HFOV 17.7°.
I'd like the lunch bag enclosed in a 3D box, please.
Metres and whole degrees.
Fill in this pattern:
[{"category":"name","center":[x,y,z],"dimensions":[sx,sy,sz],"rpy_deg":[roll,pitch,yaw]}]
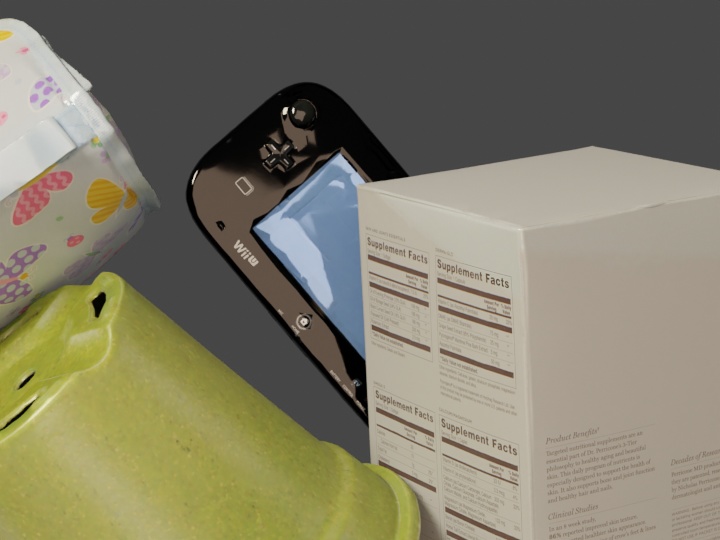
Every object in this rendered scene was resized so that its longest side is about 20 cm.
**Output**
[{"category":"lunch bag","center":[-0.193,-0.031,1.133],"dimensions":[0.169,0.200,0.127],"rpy_deg":[-38,93,-3]}]

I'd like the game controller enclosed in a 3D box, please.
[{"category":"game controller","center":[0.000,0.000,1.221],"dimensions":[0.104,0.042,0.200],"rpy_deg":[-42,93,-20]}]

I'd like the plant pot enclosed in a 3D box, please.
[{"category":"plant pot","center":[-0.105,0.109,1.094],"dimensions":[0.200,0.200,0.184],"rpy_deg":[-43,111,-3]}]

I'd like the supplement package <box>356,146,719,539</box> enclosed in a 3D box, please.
[{"category":"supplement package","center":[0.102,0.054,1.141],"dimensions":[0.151,0.150,0.201],"rpy_deg":[-10,104,-29]}]

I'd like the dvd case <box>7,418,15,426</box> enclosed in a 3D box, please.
[{"category":"dvd case","center":[-0.146,0.145,1.184],"dimensions":[0.142,0.017,0.201],"rpy_deg":[-3,90,-47]}]
